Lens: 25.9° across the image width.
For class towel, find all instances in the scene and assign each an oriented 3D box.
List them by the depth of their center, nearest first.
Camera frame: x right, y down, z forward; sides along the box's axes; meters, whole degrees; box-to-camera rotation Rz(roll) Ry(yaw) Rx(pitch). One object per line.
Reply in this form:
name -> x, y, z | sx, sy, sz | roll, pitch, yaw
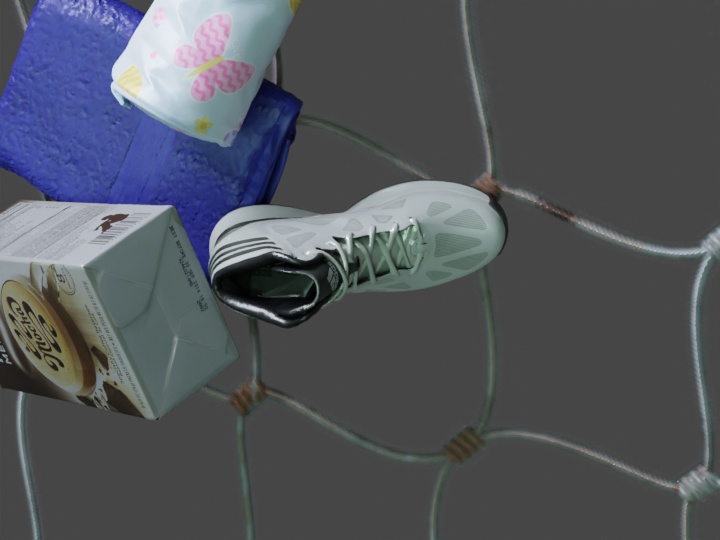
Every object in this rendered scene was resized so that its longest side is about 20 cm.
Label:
towel -> -0.146, -0.095, 1.069 | 0.198, 0.050, 0.149 | 28, 108, 6

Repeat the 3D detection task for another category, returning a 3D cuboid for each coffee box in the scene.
coffee box -> -0.183, 0.022, 1.035 | 0.199, 0.080, 0.114 | 4, 123, 50

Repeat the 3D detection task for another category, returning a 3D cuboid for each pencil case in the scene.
pencil case -> -0.080, -0.180, 0.976 | 0.090, 0.083, 0.202 | 25, 96, -11

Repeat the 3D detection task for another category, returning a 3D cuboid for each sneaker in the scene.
sneaker -> 0.000, 0.000, 0.994 | 0.198, 0.116, 0.077 | -6, 112, 1
